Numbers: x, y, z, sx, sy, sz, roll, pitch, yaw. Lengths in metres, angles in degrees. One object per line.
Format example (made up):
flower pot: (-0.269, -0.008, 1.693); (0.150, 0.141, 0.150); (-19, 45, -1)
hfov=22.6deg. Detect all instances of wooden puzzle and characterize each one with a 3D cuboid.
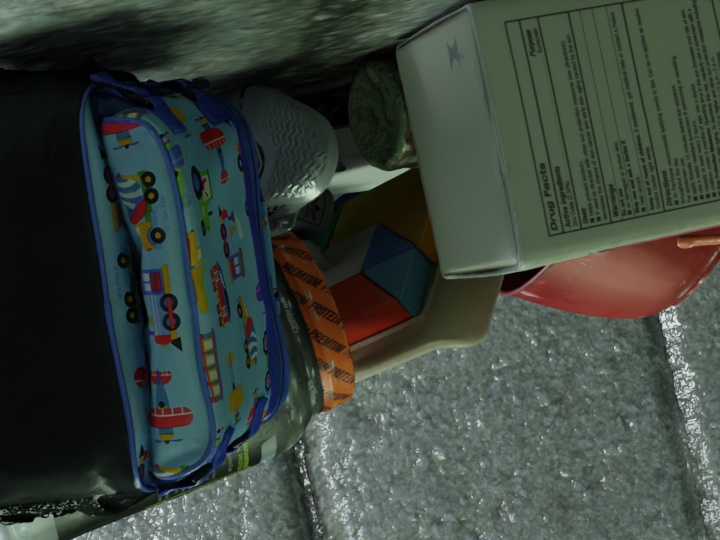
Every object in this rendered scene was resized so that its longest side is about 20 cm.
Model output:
wooden puzzle: (0.000, 0.000, 1.061); (0.199, 0.037, 0.185); (-20, -147, 34)

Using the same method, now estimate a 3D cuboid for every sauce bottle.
sauce bottle: (0.088, -0.099, 1.013); (0.199, 0.065, 0.065); (-10, 179, -33)

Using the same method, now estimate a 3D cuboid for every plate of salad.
plate of salad: (-0.009, -0.083, 1.155); (0.199, 0.048, 0.200); (-7, 175, -1)

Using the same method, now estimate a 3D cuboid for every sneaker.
sneaker: (-0.045, -0.050, 1.009); (0.115, 0.075, 0.200); (15, 169, -33)

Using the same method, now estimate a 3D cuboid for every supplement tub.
supplement tub: (-0.112, 0.058, 0.935); (0.199, 0.123, 0.122); (-20, -178, -15)

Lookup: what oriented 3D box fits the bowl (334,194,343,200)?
bowl: (-0.109, -0.051, 1.326); (0.199, 0.075, 0.199); (-11, 180, 41)

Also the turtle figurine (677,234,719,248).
turtle figurine: (0.223, -0.079, 1.051); (0.064, 0.162, 0.200); (-12, 180, -23)

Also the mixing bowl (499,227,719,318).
mixing bowl: (0.191, -0.043, 1.241); (0.108, 0.201, 0.200); (31, 171, -9)

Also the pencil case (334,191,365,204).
pencil case: (-0.007, -0.016, 1.260); (0.087, 0.078, 0.200); (-5, -148, 46)

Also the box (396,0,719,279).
box: (0.135, -0.077, 0.911); (0.199, 0.128, 0.109); (-11, 180, -18)

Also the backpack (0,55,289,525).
backpack: (-0.103, 0.001, 0.772); (0.134, 0.183, 0.200); (-6, -176, 13)
